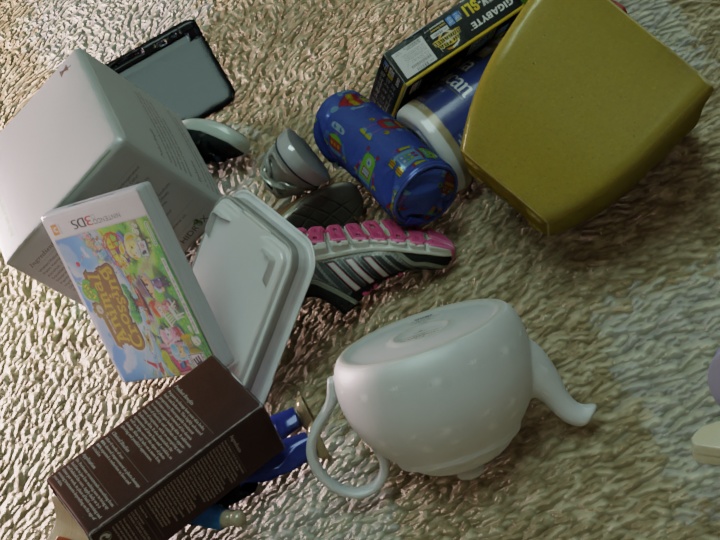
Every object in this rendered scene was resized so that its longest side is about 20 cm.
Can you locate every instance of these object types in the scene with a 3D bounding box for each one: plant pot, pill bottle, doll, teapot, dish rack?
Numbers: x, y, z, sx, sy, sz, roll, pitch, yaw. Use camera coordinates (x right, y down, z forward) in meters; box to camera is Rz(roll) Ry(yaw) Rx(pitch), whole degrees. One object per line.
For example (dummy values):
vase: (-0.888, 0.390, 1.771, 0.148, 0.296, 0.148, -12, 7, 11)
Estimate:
plant pot: (0.205, -0.149, 1.550, 0.194, 0.195, 0.200, 41, 91, 9)
pill bottle: (0.147, -0.184, 1.702, 0.200, 0.111, 0.111, -36, 43, -10)
doll: (-0.129, 0.200, 1.514, 0.199, 0.049, 0.137, -27, 41, -1)
teapot: (0.074, 0.123, 1.424, 0.197, 0.147, 0.199, -26, 13, -38)
dish rack: (-0.132, 0.030, 1.598, 0.171, 0.043, 0.201, 38, 112, 45)

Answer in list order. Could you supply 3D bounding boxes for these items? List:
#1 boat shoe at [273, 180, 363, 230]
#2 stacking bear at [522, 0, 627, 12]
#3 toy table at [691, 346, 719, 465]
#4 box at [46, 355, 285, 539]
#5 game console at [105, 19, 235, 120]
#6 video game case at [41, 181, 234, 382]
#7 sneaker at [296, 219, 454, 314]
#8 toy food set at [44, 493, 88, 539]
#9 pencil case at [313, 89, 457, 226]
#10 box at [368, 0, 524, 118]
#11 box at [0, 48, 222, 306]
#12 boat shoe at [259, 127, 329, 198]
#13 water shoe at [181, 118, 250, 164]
boat shoe: (-0.088, -0.040, 1.710, 0.199, 0.076, 0.072, -33, 33, -16)
stacking bear: (0.210, -0.351, 1.765, 0.114, 0.201, 0.121, -38, 44, -13)
toy table: (0.369, 0.125, 1.259, 0.199, 0.185, 0.117, -6, 29, 33)
box: (-0.183, 0.181, 1.466, 0.200, 0.075, 0.100, -37, 43, -13)
game console: (-0.277, -0.231, 2.031, 0.199, 0.117, 0.176, -29, 12, -3)
video game case: (-0.229, 0.017, 1.585, 0.181, 0.201, 0.022, -10, 19, 47)
sneaker: (0.000, 0.000, 1.632, 0.198, 0.088, 0.074, -4, 19, -7)
toy food set: (-0.303, 0.315, 1.481, 0.143, 0.061, 0.200, 15, 57, 36)
pencil case: (0.022, -0.119, 1.672, 0.078, 0.087, 0.200, 4, 27, -36)
box: (0.092, -0.241, 1.739, 0.159, 0.200, 0.049, -36, 87, -9)
box: (-0.296, -0.095, 1.753, 0.200, 0.171, 0.199, -44, 43, 12)
boat shoe: (-0.080, -0.112, 1.722, 0.066, 0.072, 0.200, -38, 6, 3)
water shoe: (-0.219, -0.137, 1.888, 0.199, 0.071, 0.079, 5, 73, 35)
